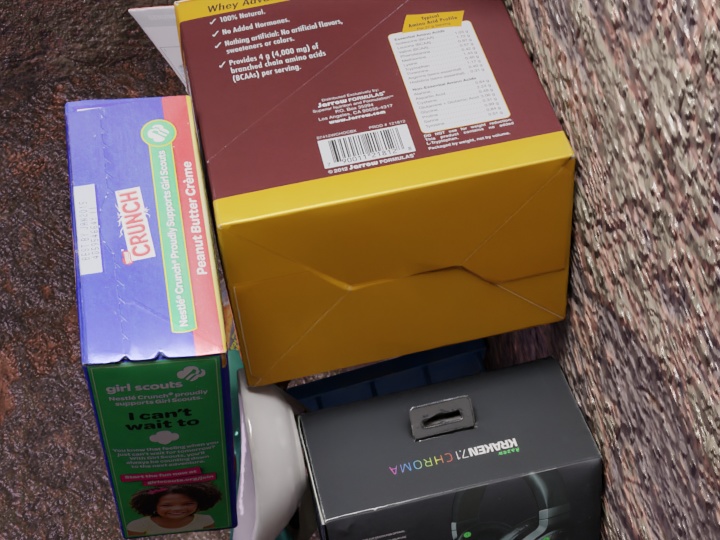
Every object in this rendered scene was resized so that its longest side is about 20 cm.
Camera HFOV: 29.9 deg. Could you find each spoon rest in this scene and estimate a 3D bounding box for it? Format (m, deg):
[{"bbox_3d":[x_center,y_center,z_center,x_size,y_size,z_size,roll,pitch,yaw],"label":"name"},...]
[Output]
[{"bbox_3d":[-0.058,0.157,0.832,0.099,0.060,0.203,-119,17,-69],"label":"spoon rest"}]

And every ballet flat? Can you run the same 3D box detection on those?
[{"bbox_3d":[-0.058,0.135,0.954,0.068,0.070,0.202,57,-162,-47],"label":"ballet flat"}]

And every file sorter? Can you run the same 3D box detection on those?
[{"bbox_3d":[0.021,0.155,1.136,0.139,0.197,0.124,91,163,-69],"label":"file sorter"}]

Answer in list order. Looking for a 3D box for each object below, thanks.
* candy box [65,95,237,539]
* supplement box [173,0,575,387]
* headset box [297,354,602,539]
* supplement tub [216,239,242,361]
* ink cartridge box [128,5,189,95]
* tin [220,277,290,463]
[{"bbox_3d":[-0.115,0.030,0.761,0.201,0.076,0.171,92,169,-56],"label":"candy box"},{"bbox_3d":[0.003,-0.067,0.807,0.134,0.194,0.202,84,172,-47],"label":"supplement box"},{"bbox_3d":[0.058,0.164,0.859,0.093,0.172,0.202,-109,8,-50],"label":"headset box"},{"bbox_3d":[0.000,0.000,0.983,0.123,0.197,0.124,168,90,-85],"label":"supplement tub"},{"bbox_3d":[-0.043,-0.143,0.968,0.174,0.198,0.044,56,-132,-44],"label":"ink cartridge box"},{"bbox_3d":[-0.109,0.092,1.081,0.112,0.042,0.202,34,95,54],"label":"tin"}]
